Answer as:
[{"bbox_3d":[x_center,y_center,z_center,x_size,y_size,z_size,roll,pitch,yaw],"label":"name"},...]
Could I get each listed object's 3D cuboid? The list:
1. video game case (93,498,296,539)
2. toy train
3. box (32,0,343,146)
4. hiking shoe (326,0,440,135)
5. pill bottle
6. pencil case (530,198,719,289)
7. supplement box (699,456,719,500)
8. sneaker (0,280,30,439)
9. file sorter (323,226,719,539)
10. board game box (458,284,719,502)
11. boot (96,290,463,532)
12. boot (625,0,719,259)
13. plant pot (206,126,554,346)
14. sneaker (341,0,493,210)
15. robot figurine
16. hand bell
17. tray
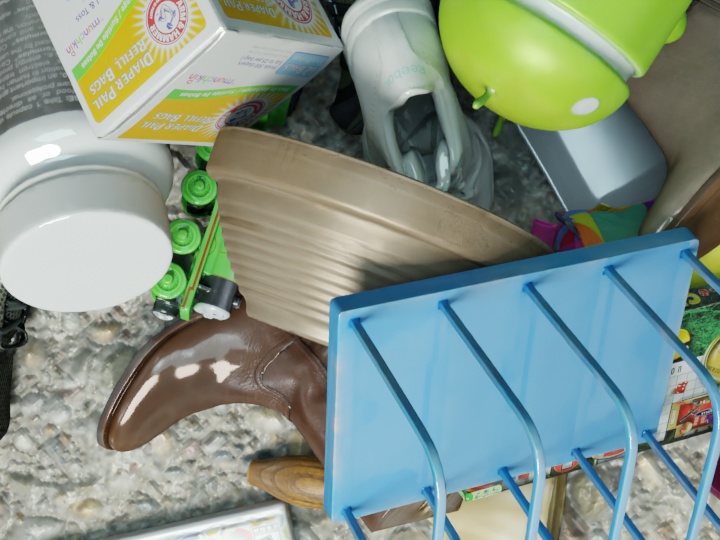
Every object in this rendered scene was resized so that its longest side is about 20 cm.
[{"bbox_3d":[-0.125,0.259,0.859,0.199,0.023,0.183,-13,91,2],"label":"video game case"},{"bbox_3d":[-0.079,-0.060,0.818,0.056,0.042,0.201,17,75,-3],"label":"toy train"},{"bbox_3d":[-0.114,-0.177,0.721,0.101,0.112,0.201,-34,74,29],"label":"box"},{"bbox_3d":[0.011,-0.171,0.784,0.101,0.076,0.200,38,137,11],"label":"hiking shoe"},{"bbox_3d":[-0.170,-0.085,0.765,0.113,0.114,0.201,-16,58,2],"label":"pill bottle"},{"bbox_3d":[0.210,-0.017,0.798,0.199,0.088,0.089,-10,91,-6],"label":"pencil case"},{"bbox_3d":[0.292,0.131,0.752,0.131,0.200,0.103,33,93,0],"label":"supplement box"},{"bbox_3d":[-0.222,0.011,0.829,0.114,0.076,0.201,-5,86,9],"label":"sneaker"},{"bbox_3d":[0.097,0.084,0.648,0.199,0.123,0.139,-11,128,-19],"label":"file sorter"},{"bbox_3d":[0.148,0.065,0.755,0.199,0.023,0.105,-13,126,-18],"label":"board game box"},{"bbox_3d":[-0.041,0.101,0.799,0.186,0.064,0.200,-46,68,0],"label":"boot"},{"bbox_3d":[0.185,-0.099,0.765,0.200,0.070,0.146,-36,60,-21],"label":"boot"},{"bbox_3d":[0.000,0.000,0.730,0.200,0.201,0.093,20,87,2],"label":"plant pot"},{"bbox_3d":[0.038,-0.064,0.760,0.075,0.200,0.089,-21,54,6],"label":"sneaker"},{"bbox_3d":[0.118,-0.162,0.688,0.115,0.175,0.201,34,94,17],"label":"robot figurine"},{"bbox_3d":[0.024,0.144,0.833,0.199,0.104,0.105,7,92,15],"label":"hand bell"},{"bbox_3d":[0.201,-0.113,0.838,0.199,0.022,0.108,-30,91,2],"label":"tray"}]
